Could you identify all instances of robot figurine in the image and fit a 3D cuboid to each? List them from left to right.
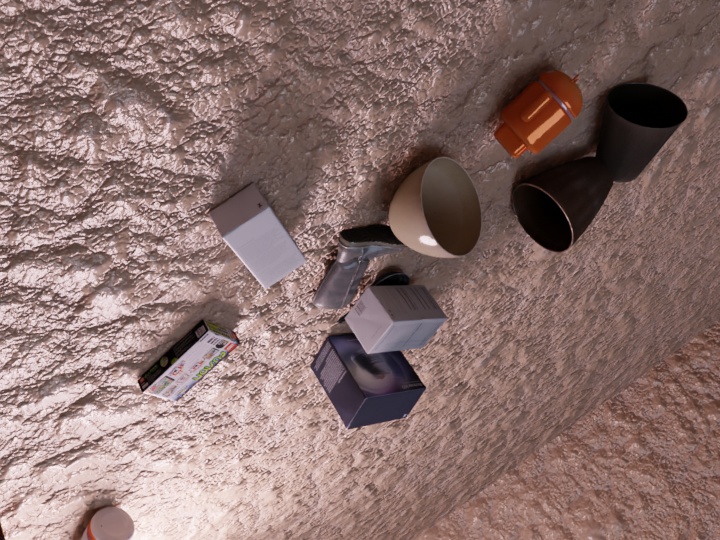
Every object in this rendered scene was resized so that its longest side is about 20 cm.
[{"bbox_3d":[0.362,-0.318,1.631,0.200,0.117,0.144,-43,131,14],"label":"robot figurine"}]

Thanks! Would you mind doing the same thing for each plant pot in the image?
[{"bbox_3d":[0.135,-0.115,1.644,0.134,0.202,0.199,-13,166,42],"label":"plant pot"},{"bbox_3d":[0.489,-0.174,1.887,0.199,0.187,0.188,-36,149,-19],"label":"plant pot"}]

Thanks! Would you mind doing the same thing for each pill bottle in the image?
[{"bbox_3d":[-0.642,0.684,2.001,0.109,0.110,0.201,3,131,-43],"label":"pill bottle"}]

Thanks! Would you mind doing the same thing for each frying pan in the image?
[{"bbox_3d":[0.035,0.066,1.897,0.190,0.031,0.115,-42,148,15],"label":"frying pan"}]

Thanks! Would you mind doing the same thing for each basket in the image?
[{"bbox_3d":[0.622,-0.307,1.856,0.179,0.137,0.201,8,147,2],"label":"basket"}]

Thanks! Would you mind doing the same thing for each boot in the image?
[{"bbox_3d":[0.000,-0.001,1.746,0.180,0.073,0.201,0,128,-22],"label":"boot"}]

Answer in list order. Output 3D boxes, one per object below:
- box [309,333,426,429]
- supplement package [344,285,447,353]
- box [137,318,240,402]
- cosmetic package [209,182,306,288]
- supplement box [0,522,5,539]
[{"bbox_3d":[0.019,0.261,1.976,0.199,0.199,0.124,-3,136,-40],"label":"box"},{"bbox_3d":[0.085,0.110,1.876,0.199,0.110,0.114,1,136,-47],"label":"supplement package"},{"bbox_3d":[-0.359,0.192,1.701,0.200,0.035,0.110,-42,147,10],"label":"box"},{"bbox_3d":[-0.187,-0.060,1.504,0.101,0.071,0.200,-33,147,-2],"label":"cosmetic package"},{"bbox_3d":[-0.846,0.629,1.771,0.110,0.086,0.201,-8,138,-36],"label":"supplement box"}]
